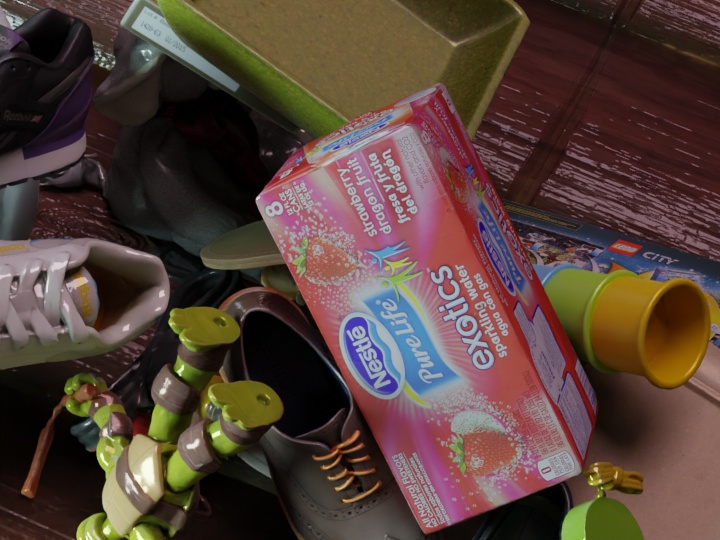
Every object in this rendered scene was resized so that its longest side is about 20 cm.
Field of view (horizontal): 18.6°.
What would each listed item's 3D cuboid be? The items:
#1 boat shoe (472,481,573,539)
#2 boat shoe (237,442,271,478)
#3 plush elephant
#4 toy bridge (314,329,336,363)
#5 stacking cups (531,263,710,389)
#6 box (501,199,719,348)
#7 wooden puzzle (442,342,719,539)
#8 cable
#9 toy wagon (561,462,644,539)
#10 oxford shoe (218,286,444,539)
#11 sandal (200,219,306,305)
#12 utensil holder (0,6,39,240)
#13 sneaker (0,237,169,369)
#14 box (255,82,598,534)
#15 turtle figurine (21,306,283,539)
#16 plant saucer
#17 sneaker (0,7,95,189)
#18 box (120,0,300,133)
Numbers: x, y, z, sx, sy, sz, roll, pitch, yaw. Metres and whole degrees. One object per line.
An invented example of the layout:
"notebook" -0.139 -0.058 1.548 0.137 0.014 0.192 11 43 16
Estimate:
"boat shoe" 0.068 0.182 1.103 0.074 0.066 0.200 24 51 13
"boat shoe" 0.020 0.096 1.253 0.199 0.073 0.063 3 -5 -9
"plush elephant" -0.100 -0.104 1.367 0.199 0.155 0.165 13 36 -6
"toy bridge" 0.030 0.051 1.296 0.199 0.027 0.067 6 -4 8
"stacking cups" 0.102 0.018 1.228 0.060 0.061 0.199 -17 20 -38
"box" 0.139 0.022 1.355 0.199 0.038 0.136 18 32 29
"wooden puzzle" 0.161 0.132 1.203 0.185 0.037 0.200 33 73 20
"cable" -0.107 0.061 1.254 0.097 0.051 0.200 -24 17 11
"toy wagon" 0.127 0.195 1.082 0.155 0.039 0.201 18 57 -40
"oxford shoe" -0.015 0.101 1.139 0.071 0.073 0.200 -35 94 -5
"sandal" -0.003 0.002 1.248 0.211 0.070 0.078 -11 18 40
"utensil holder" -0.305 -0.071 1.239 0.199 0.171 0.170 -12 44 -29
"sneaker" -0.180 0.015 1.106 0.080 0.077 0.200 -8 2 35
"box" 0.038 0.018 1.131 0.095 0.201 0.100 -24 11 17
"turtle figurine" -0.100 0.109 1.108 0.064 0.161 0.201 17 35 -32
"plant saucer" -0.015 -0.143 1.269 0.200 0.048 0.200 35 40 -6
"sneaker" -0.208 -0.082 1.111 0.075 0.088 0.200 28 32 17
"box" -0.060 -0.178 1.331 0.121 0.032 0.200 31 38 -10
